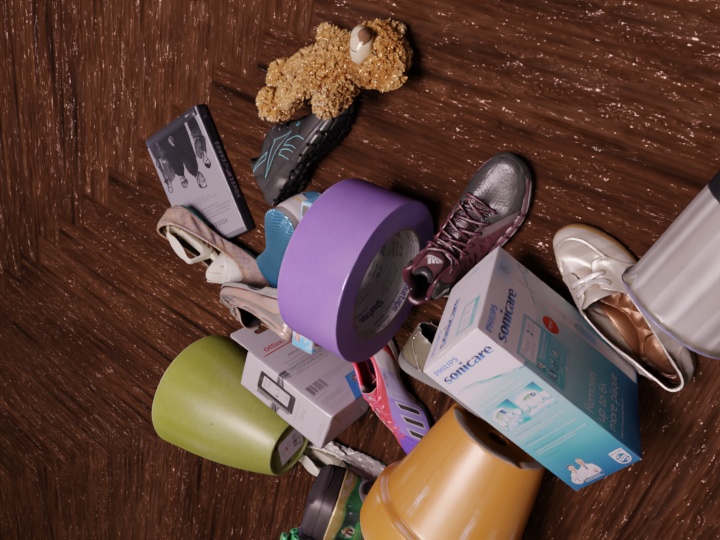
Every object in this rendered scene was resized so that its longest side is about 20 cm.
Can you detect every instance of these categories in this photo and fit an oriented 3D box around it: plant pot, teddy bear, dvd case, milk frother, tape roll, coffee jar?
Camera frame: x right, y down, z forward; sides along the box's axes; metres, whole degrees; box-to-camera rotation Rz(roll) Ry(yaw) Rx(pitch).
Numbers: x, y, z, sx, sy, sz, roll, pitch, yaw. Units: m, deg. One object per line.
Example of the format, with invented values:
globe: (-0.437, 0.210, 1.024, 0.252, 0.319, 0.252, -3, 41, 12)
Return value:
plant pot: (0.126, 0.268, 0.746, 0.200, 0.200, 0.184, 33, 109, 23)
plant pot: (-0.181, 0.223, 0.946, 0.200, 0.187, 0.188, 21, 119, 30)
teddy bear: (-0.040, -0.235, 0.711, 0.199, 0.145, 0.067, 9, 147, 40)
dvd case: (-0.257, -0.139, 0.971, 0.150, 0.025, 0.201, -17, 98, 40)
milk frother: (0.330, 0.003, 0.474, 0.180, 0.200, 0.188, 38, 126, 15)
tape roll: (0.000, 0.000, 0.718, 0.085, 0.200, 0.201, 26, 121, 26)
coffee jar: (0.021, 0.348, 0.856, 0.199, 0.104, 0.086, 20, 110, 3)

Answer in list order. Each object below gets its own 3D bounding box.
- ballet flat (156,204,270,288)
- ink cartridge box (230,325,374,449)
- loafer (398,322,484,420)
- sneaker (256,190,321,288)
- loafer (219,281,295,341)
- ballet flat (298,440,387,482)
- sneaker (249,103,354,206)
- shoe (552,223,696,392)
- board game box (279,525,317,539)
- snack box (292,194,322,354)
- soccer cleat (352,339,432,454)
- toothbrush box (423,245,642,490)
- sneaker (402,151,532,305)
ballet flat: (-0.230, -0.021, 0.944, 0.200, 0.067, 0.068, 35, 135, 5)
ink cartridge box: (-0.090, 0.152, 0.898, 0.200, 0.116, 0.068, 34, 123, 23)
loafer: (0.136, 0.121, 0.742, 0.199, 0.075, 0.070, 21, 119, 26)
sneaker: (-0.092, -0.030, 0.861, 0.077, 0.081, 0.200, 45, 147, 12)
loafer: (-0.150, 0.057, 0.872, 0.200, 0.072, 0.063, 3, 67, 49)
ballet flat: (-0.032, 0.309, 0.949, 0.199, 0.072, 0.072, 21, 119, 28)
sneaker: (-0.086, -0.167, 0.800, 0.200, 0.075, 0.079, -42, 78, 39)
shoe: (0.267, 0.036, 0.626, 0.200, 0.053, 0.070, 53, 129, 8)
board game box: (0.010, 0.402, 0.872, 0.200, 0.200, 0.026, 25, 101, 27)
snack box: (-0.034, -0.003, 0.796, 0.037, 0.116, 0.201, 22, 119, 29)
soccer cleat: (0.037, 0.178, 0.840, 0.068, 0.073, 0.201, -20, 94, 40)
toothbrush box: (0.177, 0.094, 0.620, 0.200, 0.147, 0.085, 38, 128, -5)
sneaker: (0.111, -0.032, 0.677, 0.076, 0.115, 0.200, 38, 126, 19)
